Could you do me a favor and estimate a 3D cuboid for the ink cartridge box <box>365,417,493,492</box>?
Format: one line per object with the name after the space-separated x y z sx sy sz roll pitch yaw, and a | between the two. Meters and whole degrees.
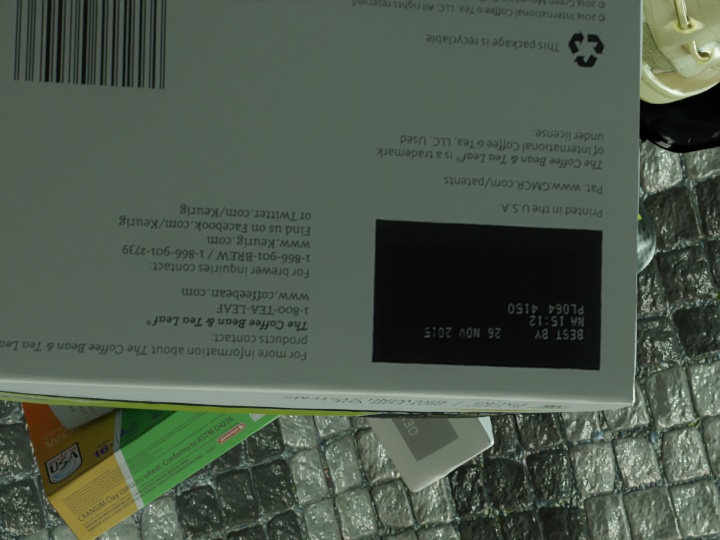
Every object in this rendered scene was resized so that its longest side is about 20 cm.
0.000 0.000 1.134 0.050 0.161 0.200 -30 -171 8 | ink cartridge box

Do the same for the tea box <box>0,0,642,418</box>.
-0.033 -0.022 0.792 0.199 0.134 0.197 3 174 -14 | tea box

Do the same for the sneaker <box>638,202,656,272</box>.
0.085 -0.029 1.045 0.087 0.074 0.200 1 155 -5 | sneaker

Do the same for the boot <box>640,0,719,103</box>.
0.152 -0.119 0.864 0.155 0.073 0.200 -15 166 24 | boot

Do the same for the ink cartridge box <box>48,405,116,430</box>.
-0.164 0.016 1.409 0.173 0.044 0.200 -26 -149 17 | ink cartridge box

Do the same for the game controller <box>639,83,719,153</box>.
0.175 -0.111 1.352 0.200 0.104 0.042 -12 138 -58 | game controller

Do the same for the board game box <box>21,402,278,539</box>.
-0.119 0.050 1.399 0.153 0.040 0.200 -34 -150 2 | board game box
